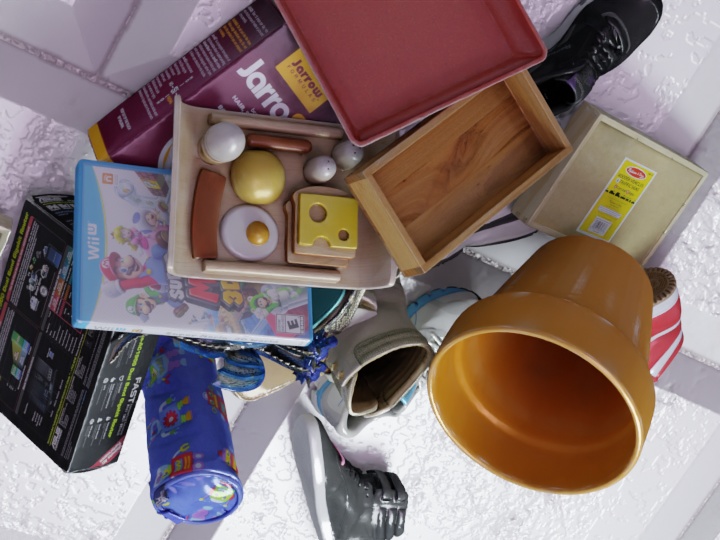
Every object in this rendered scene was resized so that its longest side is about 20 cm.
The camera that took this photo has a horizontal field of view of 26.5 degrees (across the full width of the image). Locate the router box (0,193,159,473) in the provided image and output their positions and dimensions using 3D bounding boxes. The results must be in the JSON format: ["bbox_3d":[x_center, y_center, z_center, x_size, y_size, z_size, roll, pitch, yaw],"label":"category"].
[{"bbox_3d":[-0.254,0.055,1.339,0.062,0.150,0.200,-6,123,-52],"label":"router box"}]

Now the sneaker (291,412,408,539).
[{"bbox_3d":[-0.008,0.210,1.554,0.099,0.071,0.200,-19,126,-10],"label":"sneaker"}]

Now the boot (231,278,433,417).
[{"bbox_3d":[-0.033,0.088,1.427,0.200,0.155,0.072,-33,124,5],"label":"boot"}]

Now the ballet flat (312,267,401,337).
[{"bbox_3d":[0.000,0.000,1.370,0.075,0.068,0.200,17,116,-31],"label":"ballet flat"}]

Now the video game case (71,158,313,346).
[{"bbox_3d":[-0.137,-0.014,1.265,0.199,0.144,0.018,6,158,-21],"label":"video game case"}]

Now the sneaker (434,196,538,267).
[{"bbox_3d":[0.075,-0.073,1.437,0.200,0.076,0.116,-17,113,-21],"label":"sneaker"}]

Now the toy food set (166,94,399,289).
[{"bbox_3d":[-0.062,-0.063,1.255,0.199,0.060,0.144,5,80,-22],"label":"toy food set"}]

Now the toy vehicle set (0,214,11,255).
[{"bbox_3d":[-0.415,-0.019,1.306,0.200,0.027,0.124,20,109,-21],"label":"toy vehicle set"}]

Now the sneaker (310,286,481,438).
[{"bbox_3d":[0.048,0.098,1.502,0.200,0.087,0.075,-39,120,3],"label":"sneaker"}]

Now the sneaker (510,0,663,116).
[{"bbox_3d":[0.203,-0.186,1.403,0.200,0.088,0.076,-34,121,1],"label":"sneaker"}]

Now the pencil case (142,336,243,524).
[{"bbox_3d":[-0.161,0.144,1.393,0.087,0.200,0.078,-32,131,14],"label":"pencil case"}]

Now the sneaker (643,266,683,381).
[{"bbox_3d":[0.238,0.079,1.562,0.200,0.071,0.113,-20,132,6],"label":"sneaker"}]

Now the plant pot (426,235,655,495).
[{"bbox_3d":[0.186,0.070,1.400,0.200,0.183,0.201,16,135,17],"label":"plant pot"}]

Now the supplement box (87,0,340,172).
[{"bbox_3d":[-0.122,-0.129,1.328,0.200,0.086,0.110,-37,121,3],"label":"supplement box"}]

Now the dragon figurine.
[{"bbox_3d":[-0.109,0.064,1.304,0.200,0.099,0.059,-3,120,-47],"label":"dragon figurine"}]

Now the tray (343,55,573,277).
[{"bbox_3d":[0.086,-0.091,1.302,0.200,0.037,0.099,-39,102,-30],"label":"tray"}]

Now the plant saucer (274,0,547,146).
[{"bbox_3d":[0.028,-0.223,1.290,0.199,0.037,0.200,-27,84,-20],"label":"plant saucer"}]

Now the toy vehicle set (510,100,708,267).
[{"bbox_3d":[0.243,-0.076,1.472,0.200,0.027,0.124,20,109,-46],"label":"toy vehicle set"}]
